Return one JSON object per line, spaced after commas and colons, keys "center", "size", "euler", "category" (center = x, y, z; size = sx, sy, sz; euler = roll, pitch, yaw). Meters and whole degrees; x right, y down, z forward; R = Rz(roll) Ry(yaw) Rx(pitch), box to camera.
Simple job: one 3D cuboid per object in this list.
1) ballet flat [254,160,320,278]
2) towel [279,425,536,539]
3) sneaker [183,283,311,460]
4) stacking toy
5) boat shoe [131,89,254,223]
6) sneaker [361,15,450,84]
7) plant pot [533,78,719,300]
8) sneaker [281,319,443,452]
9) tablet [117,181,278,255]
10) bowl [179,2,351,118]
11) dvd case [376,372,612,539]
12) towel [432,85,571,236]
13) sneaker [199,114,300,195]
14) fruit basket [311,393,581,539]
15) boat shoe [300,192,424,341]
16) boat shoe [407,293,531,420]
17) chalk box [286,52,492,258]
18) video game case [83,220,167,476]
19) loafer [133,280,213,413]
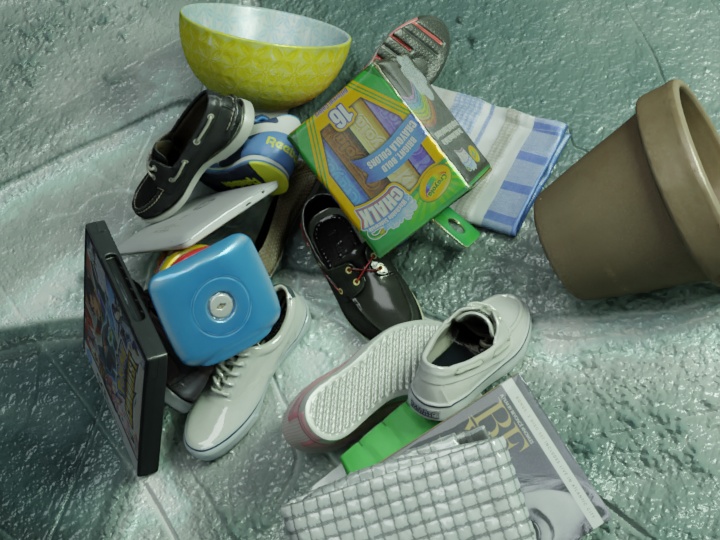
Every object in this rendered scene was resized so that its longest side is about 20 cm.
{"center": [-0.102, -0.038, 1.346], "size": [0.067, 0.046, 0.201], "euler": [-19, 40, 61], "category": "ballet flat"}
{"center": [0.052, 0.236, 1.046], "size": [0.199, 0.086, 0.166], "euler": [-21, 82, 7], "category": "towel"}
{"center": [-0.126, 0.098, 1.278], "size": [0.073, 0.071, 0.201], "euler": [21, 71, 27], "category": "sneaker"}
{"center": [-0.173, 0.013, 1.278], "size": [0.116, 0.110, 0.200], "euler": [-28, 23, -16], "category": "stacking toy"}
{"center": [-0.195, -0.123, 1.333], "size": [0.200, 0.060, 0.074], "euler": [-36, 50, 36], "category": "boat shoe"}
{"center": [0.017, -0.207, 1.385], "size": [0.200, 0.074, 0.087], "euler": [-50, 22, -1], "category": "sneaker"}
{"center": [0.266, -0.053, 1.180], "size": [0.174, 0.200, 0.201], "euler": [-27, 55, 25], "category": "plant pot"}
{"center": [0.005, 0.116, 1.224], "size": [0.200, 0.105, 0.076], "euler": [-28, 84, -32], "category": "sneaker"}
{"center": [-0.181, -0.055, 1.329], "size": [0.130, 0.014, 0.200], "euler": [-36, 17, -29], "category": "tablet"}
{"center": [-0.116, -0.231, 1.422], "size": [0.199, 0.200, 0.108], "euler": [23, 114, 28], "category": "bowl"}
{"center": [0.097, 0.206, 1.091], "size": [0.199, 0.016, 0.149], "euler": [-33, 82, 3], "category": "dvd case"}
{"center": [0.112, -0.127, 1.351], "size": [0.199, 0.024, 0.147], "euler": [22, 72, 27], "category": "towel"}
{"center": [-0.131, -0.130, 1.376], "size": [0.199, 0.074, 0.083], "euler": [4, 67, 49], "category": "sneaker"}
{"center": [0.083, 0.219, 1.147], "size": [0.185, 0.094, 0.200], "euler": [-40, 73, -5], "category": "fruit basket"}
{"center": [-0.002, 0.002, 1.297], "size": [0.073, 0.063, 0.202], "euler": [-32, 58, -4], "category": "boat shoe"}
{"center": [0.108, 0.063, 1.170], "size": [0.072, 0.066, 0.200], "euler": [27, 38, 26], "category": "boat shoe"}
{"center": [0.046, -0.102, 1.262], "size": [0.124, 0.124, 0.200], "euler": [-36, 91, 22], "category": "chalk box"}
{"center": [-0.243, 0.082, 1.260], "size": [0.025, 0.201, 0.181], "euler": [-14, 53, -24], "category": "video game case"}
{"center": [-0.206, 0.066, 1.309], "size": [0.063, 0.072, 0.200], "euler": [-45, 45, 9], "category": "loafer"}
